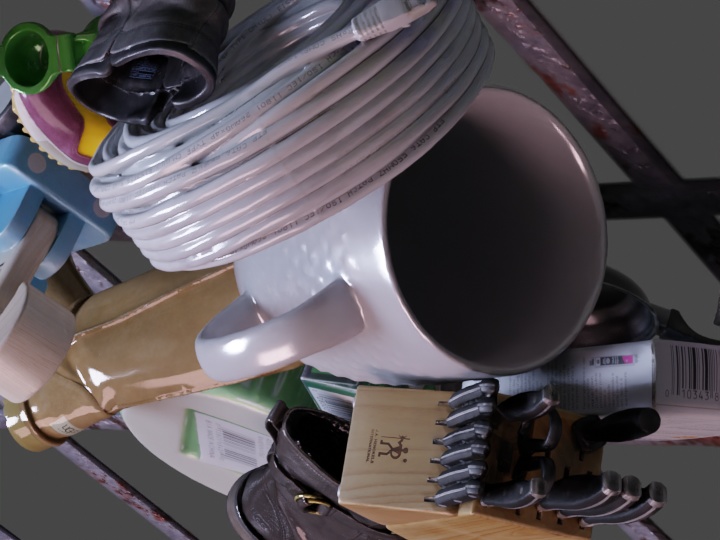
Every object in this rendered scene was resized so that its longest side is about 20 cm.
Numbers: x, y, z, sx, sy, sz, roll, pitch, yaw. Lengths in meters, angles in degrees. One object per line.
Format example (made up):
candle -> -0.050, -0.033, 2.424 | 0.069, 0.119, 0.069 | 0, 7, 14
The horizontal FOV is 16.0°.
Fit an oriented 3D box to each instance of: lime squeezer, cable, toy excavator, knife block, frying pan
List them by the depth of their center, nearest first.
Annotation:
cable -> -0.032, -0.078, 1.192 | 0.069, 0.200, 0.200 | 55, -175, -16
knife block -> 0.088, 0.105, 1.292 | 0.175, 0.064, 0.200 | 4, 165, 23
lime squeezer -> -0.148, -0.113, 1.302 | 0.200, 0.071, 0.038 | -8, 109, -3
frying pan -> 0.148, 0.021, 1.435 | 0.190, 0.031, 0.115 | 2, 156, 13
toy excavator -> -0.197, -0.009, 1.459 | 0.100, 0.200, 0.194 | 35, 153, -27

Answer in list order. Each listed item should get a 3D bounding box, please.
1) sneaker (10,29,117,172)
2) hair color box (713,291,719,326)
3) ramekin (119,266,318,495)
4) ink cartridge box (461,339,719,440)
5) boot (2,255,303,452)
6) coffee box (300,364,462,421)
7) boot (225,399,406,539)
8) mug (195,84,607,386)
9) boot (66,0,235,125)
sneaker -> -0.102, -0.076, 1.415 | 0.090, 0.075, 0.200 | -12, 145, 39
hair color box -> 0.282, 0.011, 1.271 | 0.200, 0.061, 0.099 | 16, 155, 12
ramekin -> -0.058, 0.077, 1.637 | 0.200, 0.098, 0.200 | 18, 155, 9
ink cartridge box -> 0.161, 0.067, 1.381 | 0.196, 0.043, 0.200 | 5, 173, -37
boot -> -0.127, 0.009, 1.559 | 0.200, 0.175, 0.066 | -22, 156, 23
coffee box -> 0.029, 0.065, 1.517 | 0.044, 0.123, 0.200 | 9, 153, 24
boot -> 0.014, 0.152, 1.480 | 0.200, 0.069, 0.174 | 29, 156, -7
mug -> 0.000, 0.000, 1.328 | 0.175, 0.200, 0.148 | -9, 111, 54
boot -> -0.104, -0.130, 1.206 | 0.070, 0.132, 0.200 | 32, 163, -18
